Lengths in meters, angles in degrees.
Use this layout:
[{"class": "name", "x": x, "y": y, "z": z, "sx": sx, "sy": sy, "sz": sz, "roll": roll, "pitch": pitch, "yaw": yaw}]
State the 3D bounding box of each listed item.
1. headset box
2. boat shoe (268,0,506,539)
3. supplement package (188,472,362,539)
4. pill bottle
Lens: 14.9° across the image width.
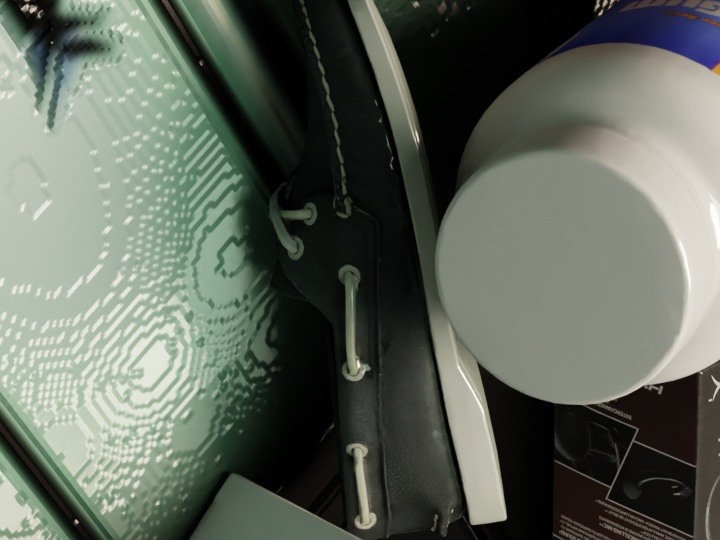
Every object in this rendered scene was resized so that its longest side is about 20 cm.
[{"class": "headset box", "x": 0.151, "y": 0.094, "z": 1.094, "sx": 0.149, "sy": 0.077, "sz": 0.200, "roll": -23, "pitch": 124, "yaw": -38}, {"class": "boat shoe", "x": 0.000, "y": 0.000, "z": 0.900, "sx": 0.060, "sy": 0.076, "sz": 0.200, "roll": -13, "pitch": 106, "yaw": 2}, {"class": "supplement package", "x": 0.010, "y": 0.176, "z": 0.957, "sx": 0.114, "sy": 0.109, "sz": 0.200, "roll": -57, "pitch": 138, "yaw": -12}, {"class": "pill bottle", "x": 0.097, "y": -0.029, "z": 0.906, "sx": 0.200, "sy": 0.112, "sz": 0.112, "roll": -40, "pitch": 138, "yaw": -61}]
